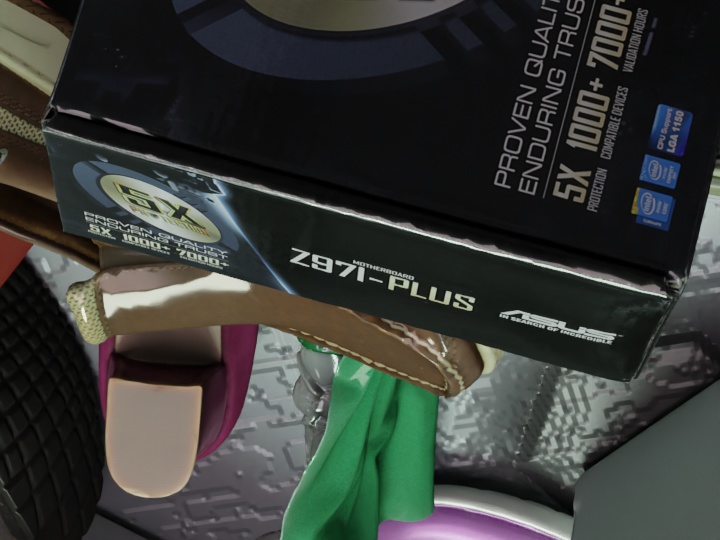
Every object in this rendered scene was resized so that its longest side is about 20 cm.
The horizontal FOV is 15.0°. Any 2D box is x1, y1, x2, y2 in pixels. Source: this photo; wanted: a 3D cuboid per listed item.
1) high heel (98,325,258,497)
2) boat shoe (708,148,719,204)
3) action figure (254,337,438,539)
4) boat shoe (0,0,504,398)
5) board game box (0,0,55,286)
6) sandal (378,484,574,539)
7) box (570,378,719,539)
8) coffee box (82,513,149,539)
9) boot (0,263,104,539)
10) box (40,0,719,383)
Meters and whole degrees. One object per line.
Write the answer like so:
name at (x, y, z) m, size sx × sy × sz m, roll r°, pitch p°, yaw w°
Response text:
high heel at (-0.054, -0.031, 0.891) m, size 0.067 × 0.096 × 0.200 m, roll 14°, pitch 104°, yaw -1°
boat shoe at (0.055, -0.062, 0.794) m, size 0.200 × 0.062 × 0.072 m, roll 9°, pitch 86°, yaw -17°
action figure at (0.000, 0.000, 0.867) m, size 0.055 × 0.118 × 0.200 m, roll 15°, pitch 117°, yaw 15°
boat shoe at (-0.055, -0.006, 0.790) m, size 0.202 × 0.075 × 0.075 m, roll 28°, pitch 163°, yaw 22°
board game box at (-0.173, -0.079, 0.850) m, size 0.200 × 0.103 × 0.019 m, roll 39°, pitch 167°, yaw -14°
sandal at (0.082, 0.144, 0.965) m, size 0.202 × 0.050 × 0.082 m, roll 33°, pitch 124°, yaw -10°
box at (0.166, 0.148, 0.886) m, size 0.200 × 0.152 × 0.106 m, roll 42°, pitch 123°, yaw -16°
coffee box at (-0.112, 0.231, 0.976) m, size 0.198 × 0.200 × 0.200 m, roll 28°, pitch 124°, yaw -7°
boot at (-0.182, 0.021, 0.945) m, size 0.130 × 0.068 × 0.200 m, roll -14°, pitch 118°, yaw 32°
box at (0.024, -0.092, 0.724) m, size 0.163 × 0.200 × 0.086 m, roll 16°, pitch 163°, yaw 3°
